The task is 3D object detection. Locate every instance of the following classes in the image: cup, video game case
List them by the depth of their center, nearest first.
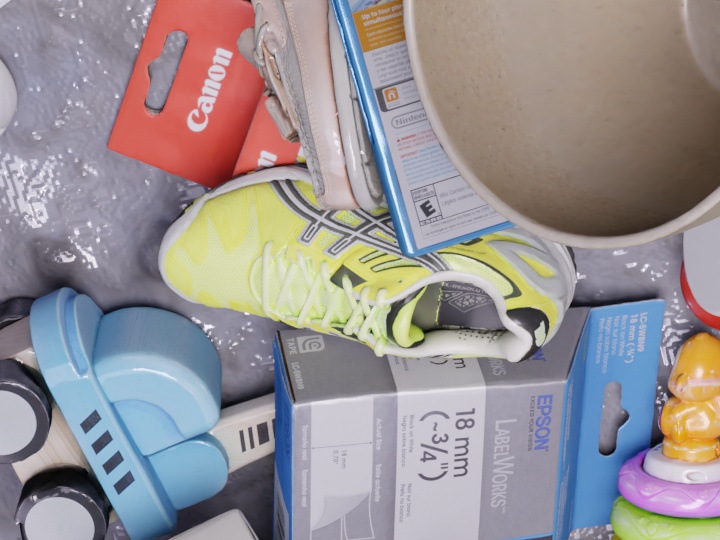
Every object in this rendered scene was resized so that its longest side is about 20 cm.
[{"bbox_3d":[0.136,-0.113,0.949,0.200,0.143,0.202,5,97,43],"label":"cup"},{"bbox_3d":[0.059,-0.122,1.023,0.142,0.018,0.201,-17,98,-9],"label":"video game case"}]

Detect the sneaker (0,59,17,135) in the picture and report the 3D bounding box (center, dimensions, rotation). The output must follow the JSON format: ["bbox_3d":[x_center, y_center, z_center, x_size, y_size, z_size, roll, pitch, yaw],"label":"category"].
[{"bbox_3d":[-0.261,-0.040,1.163,0.200,0.089,0.080,-40,105,24],"label":"sneaker"}]

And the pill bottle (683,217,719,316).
[{"bbox_3d":[0.251,-0.007,1.047,0.199,0.111,0.112,9,119,-20],"label":"pill bottle"}]

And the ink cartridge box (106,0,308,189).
[{"bbox_3d":[-0.021,-0.059,1.135,0.199,0.050,0.109,21,116,-2],"label":"ink cartridge box"}]

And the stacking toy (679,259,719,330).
[{"bbox_3d":[0.244,0.042,1.128,0.199,0.085,0.086,33,116,-3],"label":"stacking toy"}]

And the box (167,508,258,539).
[{"bbox_3d":[-0.085,0.194,1.182,0.082,0.200,0.069,-25,71,-17],"label":"box"}]

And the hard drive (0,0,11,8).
[{"bbox_3d":[-0.190,-0.234,1.093,0.132,0.027,0.200,-31,107,21],"label":"hard drive"}]

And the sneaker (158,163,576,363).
[{"bbox_3d":[0.000,0.000,1.089,0.199,0.077,0.076,3,117,9],"label":"sneaker"}]

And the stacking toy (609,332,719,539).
[{"bbox_3d":[0.164,0.127,1.163,0.109,0.116,0.201,10,109,34],"label":"stacking toy"}]

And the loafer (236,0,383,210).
[{"bbox_3d":[-0.032,-0.121,1.064,0.062,0.072,0.201,-10,81,11],"label":"loafer"}]

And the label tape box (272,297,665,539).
[{"bbox_3d":[0.058,0.096,1.146,0.199,0.063,0.145,-5,123,-9],"label":"label tape box"}]

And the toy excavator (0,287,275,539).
[{"bbox_3d":[-0.081,0.081,1.194,0.199,0.100,0.195,-23,111,9],"label":"toy excavator"}]
